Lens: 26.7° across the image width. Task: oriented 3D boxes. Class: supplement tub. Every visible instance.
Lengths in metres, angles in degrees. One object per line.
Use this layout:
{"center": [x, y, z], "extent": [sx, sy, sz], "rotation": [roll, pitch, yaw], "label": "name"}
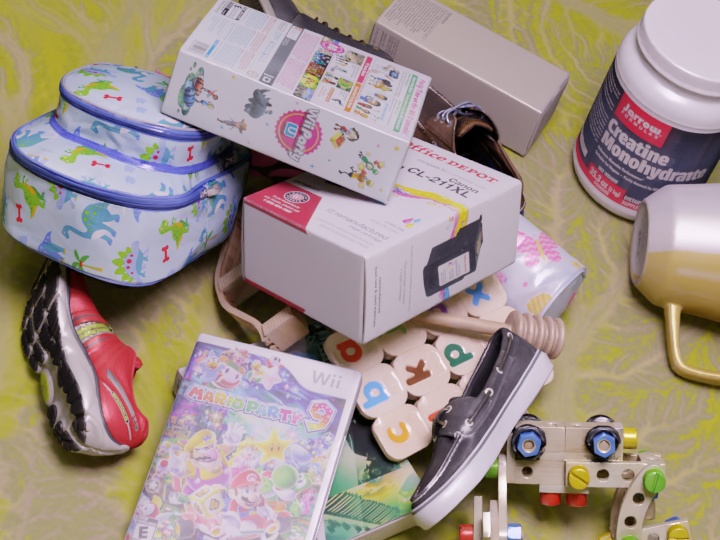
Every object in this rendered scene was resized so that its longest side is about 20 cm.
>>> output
{"center": [0.303, -0.158, 1.501], "extent": [0.139, 0.201, 0.141], "rotation": [8, 50, -9], "label": "supplement tub"}

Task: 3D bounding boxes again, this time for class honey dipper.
{"center": [0.080, 0.042, 1.303], "extent": [0.198, 0.038, 0.038], "rotation": [12, 49, -18], "label": "honey dipper"}

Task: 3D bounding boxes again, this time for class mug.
{"center": [0.338, -0.006, 1.431], "extent": [0.152, 0.150, 0.187], "rotation": [7, 43, -1], "label": "mug"}

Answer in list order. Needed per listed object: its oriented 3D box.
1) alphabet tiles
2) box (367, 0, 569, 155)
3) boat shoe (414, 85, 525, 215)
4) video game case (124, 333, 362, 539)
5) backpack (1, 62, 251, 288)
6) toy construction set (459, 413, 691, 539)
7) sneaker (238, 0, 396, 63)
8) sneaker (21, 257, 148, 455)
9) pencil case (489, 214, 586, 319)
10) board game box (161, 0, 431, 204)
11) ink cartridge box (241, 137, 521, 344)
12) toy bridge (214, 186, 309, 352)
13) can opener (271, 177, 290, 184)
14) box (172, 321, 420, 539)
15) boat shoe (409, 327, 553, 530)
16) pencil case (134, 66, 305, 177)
{"center": [0.069, 0.079, 1.307], "extent": [0.195, 0.015, 0.201], "rotation": [-23, 76, -34], "label": "alphabet tiles"}
{"center": [0.108, -0.208, 1.572], "extent": [0.199, 0.069, 0.082], "rotation": [32, 50, 10], "label": "box"}
{"center": [0.103, -0.128, 1.501], "extent": [0.072, 0.073, 0.200], "rotation": [-23, 61, -31], "label": "boat shoe"}
{"center": [-0.092, 0.154, 1.203], "extent": [0.142, 0.018, 0.201], "rotation": [13, 60, 8], "label": "video game case"}
{"center": [-0.202, -0.086, 1.282], "extent": [0.182, 0.148, 0.200], "rotation": [20, 27, 11], "label": "backpack"}
{"center": [0.174, 0.189, 1.251], "extent": [0.198, 0.133, 0.092], "rotation": [-2, 9, -11], "label": "toy construction set"}
{"center": [-0.043, -0.226, 1.538], "extent": [0.106, 0.075, 0.201], "rotation": [-21, 69, -25], "label": "sneaker"}
{"center": [-0.224, 0.070, 1.259], "extent": [0.084, 0.077, 0.201], "rotation": [8, 48, -37], "label": "sneaker"}
{"center": [0.113, -0.024, 1.414], "extent": [0.199, 0.083, 0.091], "rotation": [38, 56, 15], "label": "pencil case"}
{"center": [-0.049, -0.146, 1.269], "extent": [0.198, 0.065, 0.148], "rotation": [21, 30, 0], "label": "board game box"}
{"center": [0.019, -0.034, 1.279], "extent": [0.145, 0.084, 0.199], "rotation": [25, 37, 36], "label": "ink cartridge box"}
{"center": [-0.096, 0.004, 1.340], "extent": [0.027, 0.067, 0.201], "rotation": [45, 15, -38], "label": "toy bridge"}
{"center": [-0.059, -0.108, 1.451], "extent": [0.066, 0.053, 0.201], "rotation": [-17, 59, -27], "label": "can opener"}
{"center": [-0.049, 0.145, 1.258], "extent": [0.143, 0.036, 0.201], "rotation": [-18, 61, -28], "label": "box"}
{"center": [0.088, 0.126, 1.240], "extent": [0.057, 0.069, 0.200], "rotation": [42, 53, -2], "label": "boat shoe"}
{"center": [-0.113, -0.137, 1.398], "extent": [0.198, 0.091, 0.094], "rotation": [8, 51, 13], "label": "pencil case"}
